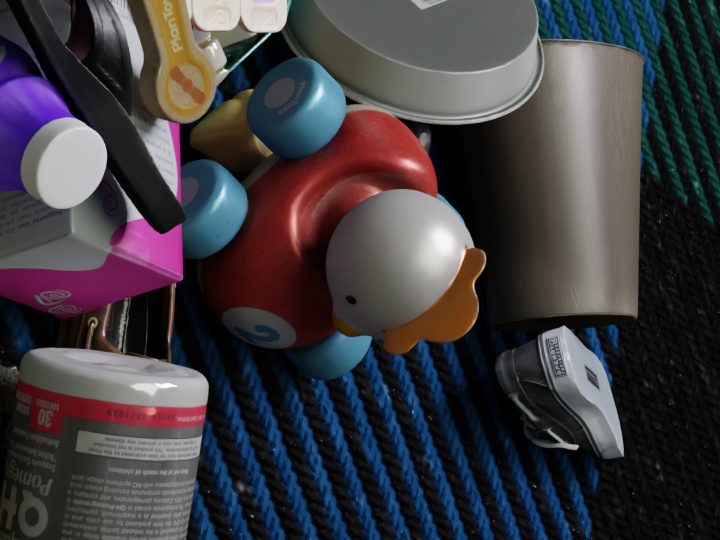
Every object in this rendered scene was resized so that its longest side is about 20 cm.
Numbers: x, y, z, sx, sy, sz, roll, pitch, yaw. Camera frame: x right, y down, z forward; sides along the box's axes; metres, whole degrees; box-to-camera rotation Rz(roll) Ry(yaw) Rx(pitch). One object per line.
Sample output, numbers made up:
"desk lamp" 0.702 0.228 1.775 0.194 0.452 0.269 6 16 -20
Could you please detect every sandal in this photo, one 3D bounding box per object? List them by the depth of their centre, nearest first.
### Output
"sandal" -0.146 -0.113 1.239 0.048 0.075 0.201 -35 116 -9

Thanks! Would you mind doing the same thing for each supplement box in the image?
"supplement box" -0.174 -0.087 1.343 0.101 0.103 0.201 26 53 -50

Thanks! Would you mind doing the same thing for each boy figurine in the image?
"boy figurine" -0.035 -0.091 1.554 0.199 0.064 0.125 13 73 -49

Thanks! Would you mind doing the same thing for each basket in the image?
"basket" 0.148 -0.059 1.705 0.180 0.135 0.202 5 80 -53

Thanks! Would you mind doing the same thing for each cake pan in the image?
"cake pan" 0.039 -0.182 1.590 0.199 0.037 0.201 11 43 -10

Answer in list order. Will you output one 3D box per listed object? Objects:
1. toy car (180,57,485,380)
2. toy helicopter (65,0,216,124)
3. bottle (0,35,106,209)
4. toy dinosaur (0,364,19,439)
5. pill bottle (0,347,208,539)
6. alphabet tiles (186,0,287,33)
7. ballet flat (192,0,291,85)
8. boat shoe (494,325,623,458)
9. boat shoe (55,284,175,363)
"toy car" 0.000 0.000 1.428 0.177 0.200 0.184 -45 129 -1
"toy helicopter" -0.128 -0.174 1.278 0.132 0.079 0.201 -31 119 -36
"bottle" -0.217 -0.093 1.243 0.083 0.200 0.066 -34 135 -27
"toy dinosaur" -0.227 0.090 1.260 0.200 0.047 0.089 56 40 -85
"pill bottle" -0.154 0.151 1.291 0.110 0.110 0.202 6 94 -47
"alphabet tiles" -0.089 -0.243 1.370 0.199 0.015 0.197 -5 95 -44
"ballet flat" -0.106 -0.150 1.483 0.068 0.070 0.200 58 44 -20
"boat shoe" 0.150 0.101 1.705 0.199 0.068 0.074 40 36 -66
"boat shoe" -0.149 0.058 1.378 0.070 0.070 0.202 14 71 -49
